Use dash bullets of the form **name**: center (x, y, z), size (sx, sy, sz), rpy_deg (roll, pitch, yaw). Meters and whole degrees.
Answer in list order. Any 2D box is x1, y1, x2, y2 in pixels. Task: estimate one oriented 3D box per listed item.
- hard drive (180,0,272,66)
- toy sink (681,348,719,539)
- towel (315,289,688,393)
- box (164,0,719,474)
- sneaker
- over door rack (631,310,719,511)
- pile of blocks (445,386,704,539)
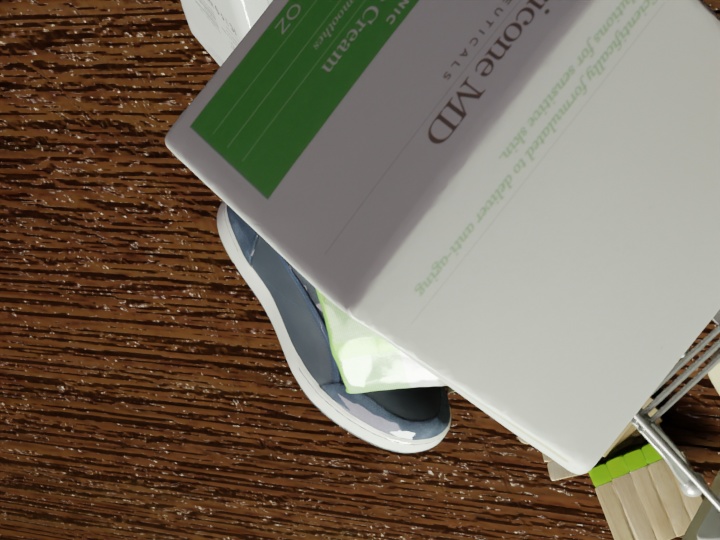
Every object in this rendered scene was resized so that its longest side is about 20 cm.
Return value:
- **hard drive**: center (-0.083, -0.181, 1.205), size (0.132, 0.026, 0.200), rpy_deg (51, 163, 46)
- **toy sink**: center (0.265, 0.150, 1.273), size (0.130, 0.112, 0.200), rpy_deg (-4, 129, 44)
- **towel**: center (0.067, -0.002, 1.251), size (0.200, 0.031, 0.149), rpy_deg (-8, 115, 19)
- **box**: center (0.065, -0.056, 1.032), size (0.200, 0.199, 0.171), rpy_deg (34, -174, -46)
- **sneaker**: center (-0.002, 0.000, 1.327), size (0.202, 0.077, 0.146), rpy_deg (53, 147, 13)
- **over door rack**: center (0.239, 0.086, 1.175), size (0.200, 0.148, 0.067), rpy_deg (48, -177, 6)
- **pile of blocks**: center (0.130, 0.085, 1.379), size (0.200, 0.082, 0.062), rpy_deg (43, -170, 6)
